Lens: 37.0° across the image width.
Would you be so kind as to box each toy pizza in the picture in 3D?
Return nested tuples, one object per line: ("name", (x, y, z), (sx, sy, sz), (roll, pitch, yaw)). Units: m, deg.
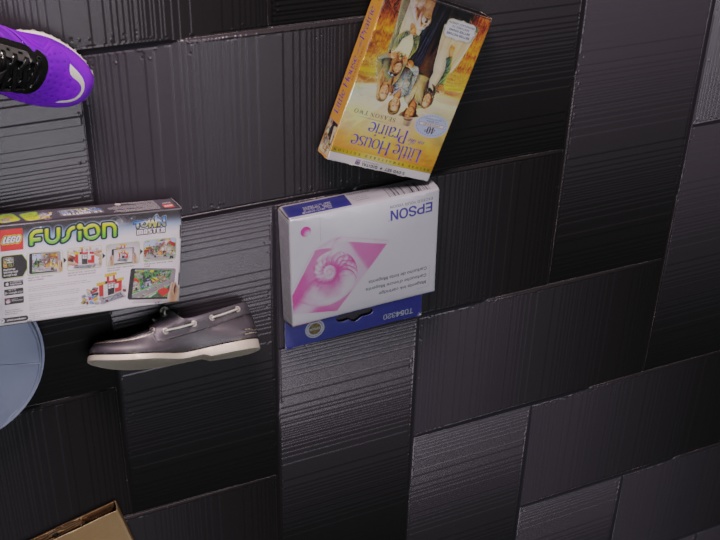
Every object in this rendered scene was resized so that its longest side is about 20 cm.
("toy pizza", (-0.435, 0.097, 1.133), (0.197, 0.032, 0.203), (-14, 121, -23))

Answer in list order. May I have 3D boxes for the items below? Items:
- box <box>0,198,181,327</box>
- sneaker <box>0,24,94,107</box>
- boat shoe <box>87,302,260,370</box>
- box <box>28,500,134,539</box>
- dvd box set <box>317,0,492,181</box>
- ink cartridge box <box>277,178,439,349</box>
("box", (-0.286, -0.011, 1.125), (0.197, 0.035, 0.112), (-7, 115, -30))
("sneaker", (-0.332, -0.186, 0.971), (0.198, 0.100, 0.070), (20, 111, -34))
("boat shoe", (-0.215, 0.074, 1.232), (0.196, 0.073, 0.064), (-5, 78, -19))
("box", (-0.353, 0.399, 1.367), (0.161, 0.021, 0.202), (-23, 126, -13))
("dvd box set", (0.049, -0.207, 1.202), (0.144, 0.029, 0.203), (9, 113, -32))
("ink cartridge box", (0.000, 0.000, 1.296), (0.193, 0.043, 0.203), (-14, 123, -20))
